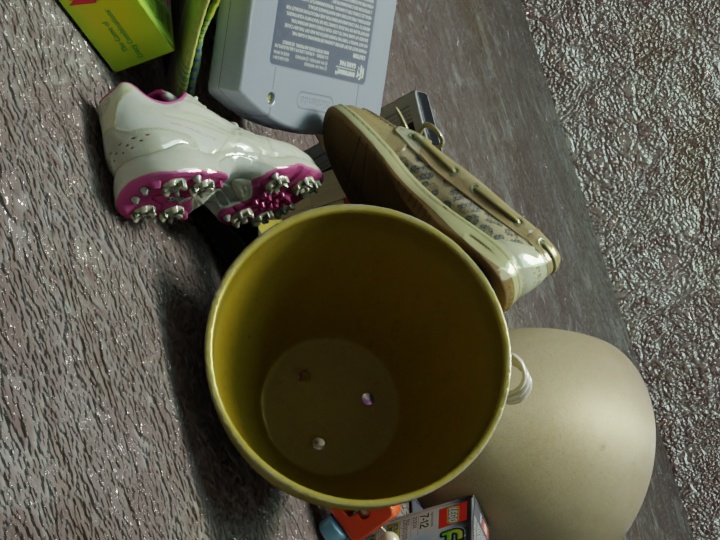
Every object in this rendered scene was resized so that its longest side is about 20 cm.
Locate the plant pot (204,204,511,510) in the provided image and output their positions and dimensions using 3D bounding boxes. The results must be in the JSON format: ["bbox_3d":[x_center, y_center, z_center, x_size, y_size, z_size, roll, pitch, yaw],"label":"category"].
[{"bbox_3d":[-0.012,0.074,1.396,0.142,0.199,0.201,119,-41,-69],"label":"plant pot"}]

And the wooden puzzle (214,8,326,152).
[{"bbox_3d":[-0.089,-0.193,1.591,0.200,0.046,0.186,55,-5,45],"label":"wooden puzzle"}]

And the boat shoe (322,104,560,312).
[{"bbox_3d":[0.050,-0.048,1.433,0.200,0.062,0.074,46,-31,24],"label":"boat shoe"}]

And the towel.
[{"bbox_3d":[-0.115,-0.212,1.441,0.201,0.023,0.144,-101,-156,-49],"label":"towel"}]

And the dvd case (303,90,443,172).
[{"bbox_3d":[0.015,-0.020,1.646,0.025,0.150,0.201,11,59,-50],"label":"dvd case"}]

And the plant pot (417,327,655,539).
[{"bbox_3d":[0.106,0.130,1.596,0.134,0.200,0.201,21,47,-40],"label":"plant pot"}]

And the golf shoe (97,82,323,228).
[{"bbox_3d":[-0.097,-0.080,1.377,0.200,0.075,0.092,4,56,-58],"label":"golf shoe"}]

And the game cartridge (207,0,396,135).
[{"bbox_3d":[-0.039,-0.163,1.464,0.200,0.041,0.134,4,99,-61],"label":"game cartridge"}]

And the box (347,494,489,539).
[{"bbox_3d":[0.034,0.244,1.464,0.200,0.109,0.035,-84,152,-60],"label":"box"}]

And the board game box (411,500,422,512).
[{"bbox_3d":[0.102,0.306,1.792,0.200,0.041,0.200,-93,159,-45],"label":"board game box"}]

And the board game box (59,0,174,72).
[{"bbox_3d":[-0.184,-0.229,1.333,0.200,0.047,0.102,55,21,-51],"label":"board game box"}]

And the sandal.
[{"bbox_3d":[-0.086,-0.048,1.480,0.201,0.048,0.076,59,17,-30],"label":"sandal"}]

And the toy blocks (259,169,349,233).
[{"bbox_3d":[0.000,0.000,1.579,0.100,0.136,0.201,32,42,-69],"label":"toy blocks"}]

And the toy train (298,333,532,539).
[{"bbox_3d":[0.028,0.099,1.506,0.150,0.200,0.056,49,17,6],"label":"toy train"}]
